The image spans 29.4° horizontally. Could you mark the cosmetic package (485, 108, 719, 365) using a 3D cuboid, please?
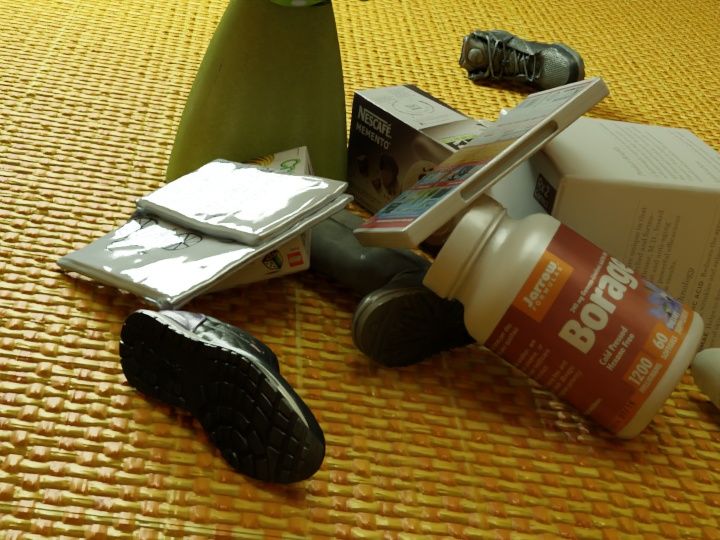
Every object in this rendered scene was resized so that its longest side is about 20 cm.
[{"bbox_3d":[0.218,-0.030,1.205,0.197,0.167,0.165,4,24,-16],"label":"cosmetic package"}]

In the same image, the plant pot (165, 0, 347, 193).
[{"bbox_3d":[-0.089,-0.173,1.344,0.184,0.203,0.188,9,24,-4],"label":"plant pot"}]

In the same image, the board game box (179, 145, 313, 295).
[{"bbox_3d":[-0.105,-0.044,1.192,0.124,0.035,0.201,-14,26,5],"label":"board game box"}]

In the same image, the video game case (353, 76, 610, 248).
[{"bbox_3d":[0.092,-0.084,1.087,0.199,0.018,0.143,-38,11,-12],"label":"video game case"}]

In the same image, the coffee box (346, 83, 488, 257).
[{"bbox_3d":[0.072,-0.095,1.345,0.079,0.115,0.200,-12,33,-33],"label":"coffee box"}]

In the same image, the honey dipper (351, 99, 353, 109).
[{"bbox_3d":[0.020,-0.150,1.548,0.037,0.038,0.201,6,27,-11],"label":"honey dipper"}]

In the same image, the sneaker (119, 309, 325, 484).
[{"bbox_3d":[-0.078,0.076,0.960,0.087,0.077,0.199,-5,28,-45],"label":"sneaker"}]

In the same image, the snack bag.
[{"bbox_3d":[-0.134,-0.036,1.127,0.199,0.022,0.187,-33,31,-32],"label":"snack bag"}]

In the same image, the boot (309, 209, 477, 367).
[{"bbox_3d":[-0.001,0.002,1.156,0.199,0.073,0.181,37,21,33],"label":"boot"}]

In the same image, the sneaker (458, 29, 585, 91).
[{"bbox_3d":[0.211,-0.284,1.884,0.113,0.077,0.198,-13,30,-39],"label":"sneaker"}]

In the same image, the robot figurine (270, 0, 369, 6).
[{"bbox_3d":[-0.057,-0.314,1.275,0.173,0.117,0.201,18,23,-6],"label":"robot figurine"}]

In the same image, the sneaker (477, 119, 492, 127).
[{"bbox_3d":[0.185,-0.121,1.505,0.198,0.079,0.090,-15,44,-37],"label":"sneaker"}]

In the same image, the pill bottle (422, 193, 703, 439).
[{"bbox_3d":[0.151,0.029,1.046,0.199,0.113,0.112,33,26,4],"label":"pill bottle"}]

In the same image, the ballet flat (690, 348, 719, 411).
[{"bbox_3d":[0.340,0.120,1.064,0.198,0.070,0.069,25,27,27],"label":"ballet flat"}]
